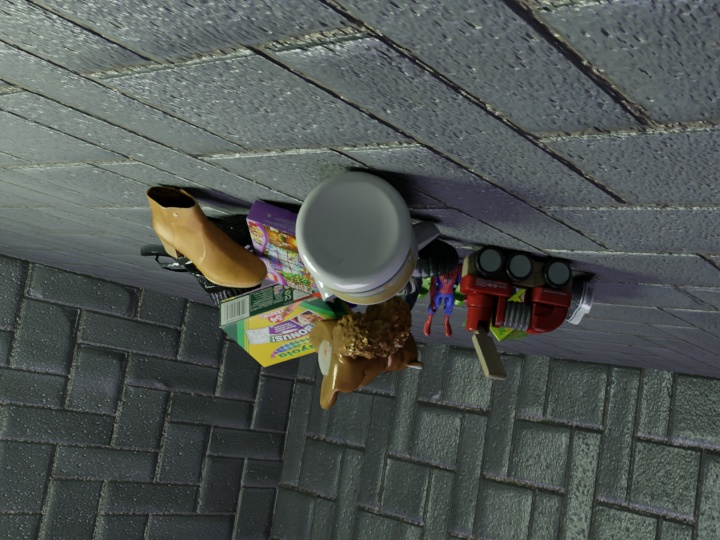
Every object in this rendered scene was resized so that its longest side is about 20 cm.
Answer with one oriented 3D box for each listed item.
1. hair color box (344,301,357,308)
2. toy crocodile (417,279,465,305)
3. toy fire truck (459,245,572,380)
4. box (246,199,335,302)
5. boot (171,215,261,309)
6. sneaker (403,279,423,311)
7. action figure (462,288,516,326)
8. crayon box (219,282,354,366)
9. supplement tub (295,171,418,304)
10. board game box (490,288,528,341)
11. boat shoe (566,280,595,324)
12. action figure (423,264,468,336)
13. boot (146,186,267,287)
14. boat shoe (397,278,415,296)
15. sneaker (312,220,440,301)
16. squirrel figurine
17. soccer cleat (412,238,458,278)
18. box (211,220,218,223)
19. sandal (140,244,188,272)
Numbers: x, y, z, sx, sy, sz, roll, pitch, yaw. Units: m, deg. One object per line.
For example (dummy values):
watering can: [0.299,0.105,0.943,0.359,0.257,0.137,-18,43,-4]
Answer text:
hair color box: [-0.053,0.018,1.774,0.063,0.112,0.200,10,172,-14]
toy crocodile: [0.152,0.015,1.698,0.195,0.063,0.068,11,137,-12]
toy fire truck: [0.244,0.075,1.455,0.172,0.205,0.129,10,173,-4]
box: [-0.102,-0.027,1.459,0.134,0.040,0.201,19,155,12]
boot: [-0.214,-0.010,1.598,0.208,0.081,0.158,-8,136,34]
sneaker: [0.056,0.009,1.617,0.084,0.078,0.202,19,149,24]
action figure: [0.250,0.048,1.674,0.117,0.055,0.201,-32,159,-12]
crayon box: [-0.128,0.091,1.644,0.196,0.059,0.173,-17,144,16]
supplement tub: [0.001,-0.034,1.172,0.141,0.148,0.200,8,172,8]
board game box: [0.303,0.078,1.684,0.048,0.101,0.199,52,-164,16]
boat shoe: [0.369,0.051,1.621,0.066,0.073,0.200,13,176,8]
action figure: [0.153,0.063,1.636,0.064,0.100,0.203,1,135,-3]
boot: [-0.243,-0.054,1.429,0.197,0.072,0.145,20,148,13]
boat shoe: [0.000,0.000,1.527,0.198,0.060,0.075,29,145,24]
sneaker: [0.010,-0.052,1.313,0.197,0.117,0.074,-26,170,-11]
squirrel figurine: [0.028,0.131,1.574,0.183,0.144,0.201,0,145,-25]
soccer cleat: [0.061,-0.035,1.423,0.195,0.069,0.081,11,160,-4]
box: [-0.275,-0.057,1.731,0.154,0.052,0.200,11,173,-9]
sandal: [-0.339,-0.015,1.779,0.195,0.044,0.076,11,174,6]
